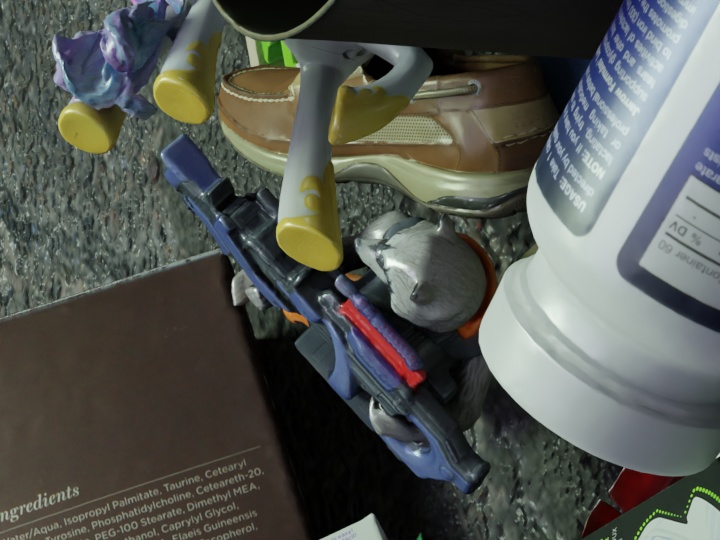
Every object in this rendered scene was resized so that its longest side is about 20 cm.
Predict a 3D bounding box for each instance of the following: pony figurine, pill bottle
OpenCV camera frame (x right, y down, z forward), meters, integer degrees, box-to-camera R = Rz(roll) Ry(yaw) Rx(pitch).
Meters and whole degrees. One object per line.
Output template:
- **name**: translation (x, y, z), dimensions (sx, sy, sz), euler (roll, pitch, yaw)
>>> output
- **pony figurine**: translation (-0.042, -0.120, 0.854), dimensions (0.192, 0.201, 0.167), euler (26, 142, 3)
- **pill bottle**: translation (0.123, -0.038, 0.680), dimensions (0.116, 0.115, 0.201), euler (50, 123, 38)

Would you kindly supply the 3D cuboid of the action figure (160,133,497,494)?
- **action figure**: translation (0.000, 0.000, 0.951), dimensions (0.200, 0.105, 0.193), euler (50, 164, -6)

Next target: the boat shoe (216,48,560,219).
- **boat shoe**: translation (0.014, -0.079, 0.938), dimensions (0.199, 0.075, 0.075), euler (14, 118, 42)

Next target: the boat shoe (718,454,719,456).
- **boat shoe**: translation (0.191, 0.048, 0.785), dimensions (0.070, 0.070, 0.200), euler (65, 146, 21)

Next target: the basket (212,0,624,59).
- **basket**: translation (0.061, -0.138, 0.741), dimensions (0.180, 0.198, 0.137), euler (-147, 65, -62)

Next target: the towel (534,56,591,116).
- **towel**: translation (0.095, -0.143, 0.909), dimensions (0.201, 0.048, 0.112), euler (60, 137, 32)

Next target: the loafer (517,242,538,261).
- **loafer**: translation (0.121, -0.005, 0.859), dimensions (0.200, 0.075, 0.068), euler (123, 154, -54)

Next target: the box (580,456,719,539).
- **box**: translation (0.169, 0.147, 0.731), dimensions (0.200, 0.147, 0.125), euler (-40, 37, 48)

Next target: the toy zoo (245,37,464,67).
- **toy zoo**: translation (-0.001, -0.112, 1.031), dimensions (0.200, 0.020, 0.132), euler (33, 140, 48)

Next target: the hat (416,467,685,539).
- **hat**: translation (0.131, 0.155, 0.921), dimensions (0.200, 0.175, 0.167), euler (67, 179, -64)

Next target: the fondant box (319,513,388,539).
- **fondant box**: translation (0.031, 0.220, 0.865), dimensions (0.145, 0.058, 0.200), euler (64, 179, -37)

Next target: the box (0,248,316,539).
- **box**: translation (-0.111, 0.127, 1.082), dimensions (0.166, 0.163, 0.202), euler (82, 171, -72)
